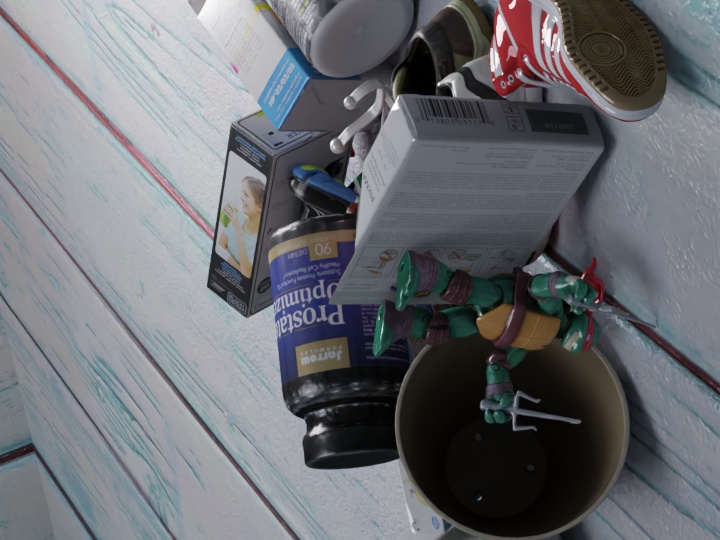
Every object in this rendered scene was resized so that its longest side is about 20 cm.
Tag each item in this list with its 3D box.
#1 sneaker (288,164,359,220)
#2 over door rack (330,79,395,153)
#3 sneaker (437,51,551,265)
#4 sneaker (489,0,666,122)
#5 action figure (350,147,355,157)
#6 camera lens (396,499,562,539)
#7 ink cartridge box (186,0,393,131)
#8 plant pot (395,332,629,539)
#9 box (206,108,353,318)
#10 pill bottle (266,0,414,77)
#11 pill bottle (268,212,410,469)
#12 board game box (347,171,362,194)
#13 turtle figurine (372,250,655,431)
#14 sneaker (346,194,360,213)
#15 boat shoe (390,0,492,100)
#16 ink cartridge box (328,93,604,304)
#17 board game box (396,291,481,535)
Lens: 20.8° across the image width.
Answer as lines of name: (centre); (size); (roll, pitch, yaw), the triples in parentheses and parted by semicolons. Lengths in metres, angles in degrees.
sneaker: (-0.028, -0.028, 1.831); (0.071, 0.083, 0.200); (37, 164, 27)
over door rack: (0.041, -0.057, 1.647); (0.148, 0.066, 0.200); (56, 176, 19)
sneaker: (0.103, -0.086, 1.575); (0.074, 0.080, 0.201); (37, 144, 51)
sneaker: (0.152, -0.146, 1.403); (0.113, 0.071, 0.200); (97, 154, -44)
action figure: (-0.034, -0.133, 1.905); (0.066, 0.051, 0.201); (-122, 30, -42)
camera lens: (0.127, 0.322, 1.782); (0.160, 0.159, 0.201); (-4, 106, 69)
ink cartridge box: (-0.067, -0.218, 1.797); (0.200, 0.115, 0.068); (54, 128, 30)
plant pot: (0.119, 0.148, 1.648); (0.200, 0.187, 0.188); (93, 152, -75)
box: (-0.075, -0.065, 1.859); (0.060, 0.116, 0.201); (37, 136, 27)
pill bottle: (-0.043, -0.272, 1.727); (0.200, 0.106, 0.106); (56, 156, 31)
pill bottle: (-0.015, 0.062, 1.656); (0.112, 0.111, 0.201); (133, 132, -67)
board game box: (0.039, 0.000, 1.899); (0.201, 0.023, 0.105); (67, 157, 7)
turtle figurine: (0.117, 0.045, 1.525); (0.101, 0.199, 0.150); (-93, 18, -58)
sneaker: (0.000, 0.000, 1.771); (0.078, 0.200, 0.082); (38, 172, 10)
boat shoe: (0.056, -0.156, 1.642); (0.072, 0.066, 0.201); (60, 158, 20)
ink cartridge box: (0.072, -0.051, 1.503); (0.200, 0.162, 0.057); (123, 140, -50)
board game box: (0.066, 0.122, 1.781); (0.034, 0.134, 0.201); (-8, 99, 25)
